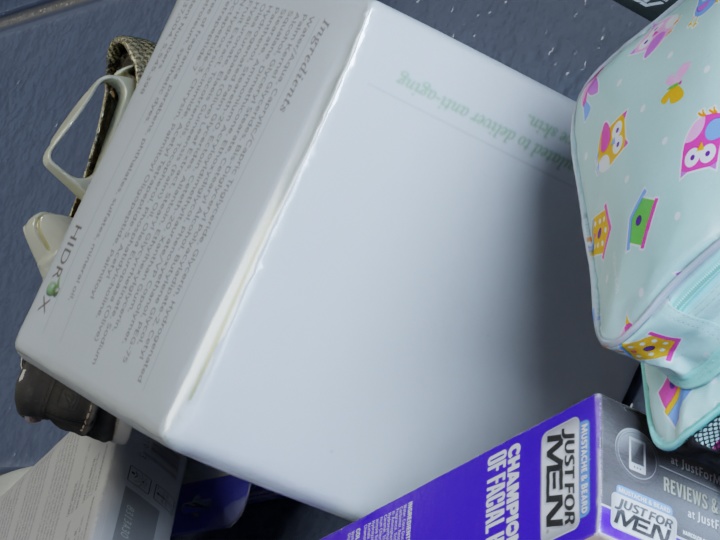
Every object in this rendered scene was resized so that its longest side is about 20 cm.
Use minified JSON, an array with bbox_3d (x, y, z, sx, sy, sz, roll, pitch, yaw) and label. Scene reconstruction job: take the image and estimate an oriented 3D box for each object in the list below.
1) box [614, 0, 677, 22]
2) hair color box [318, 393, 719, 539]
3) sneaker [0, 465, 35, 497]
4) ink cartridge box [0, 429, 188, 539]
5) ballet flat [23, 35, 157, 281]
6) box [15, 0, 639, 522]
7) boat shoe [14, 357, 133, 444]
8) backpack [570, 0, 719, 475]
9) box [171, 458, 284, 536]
[{"bbox_3d":[0.100,-0.197,1.177,0.044,0.200,0.160,-35,43,41],"label":"box"},{"bbox_3d":[0.066,0.126,1.084,0.200,0.109,0.065,-34,42,42],"label":"hair color box"},{"bbox_3d":[-0.182,0.192,1.472,0.200,0.081,0.146,-21,66,37],"label":"sneaker"},{"bbox_3d":[-0.167,0.160,1.347,0.200,0.050,0.161,-45,18,23],"label":"ink cartridge box"},{"bbox_3d":[-0.151,-0.042,1.580,0.068,0.075,0.200,-8,62,54],"label":"ballet flat"},{"bbox_3d":[0.000,0.000,1.189,0.171,0.199,0.200,24,89,59],"label":"box"},{"bbox_3d":[-0.141,0.036,1.333,0.200,0.057,0.067,-136,61,-76],"label":"boat shoe"},{"bbox_3d":[0.177,-0.034,0.993,0.200,0.153,0.176,-36,35,29],"label":"backpack"},{"bbox_3d":[-0.051,0.041,1.400,0.119,0.041,0.200,-15,58,53],"label":"box"}]
